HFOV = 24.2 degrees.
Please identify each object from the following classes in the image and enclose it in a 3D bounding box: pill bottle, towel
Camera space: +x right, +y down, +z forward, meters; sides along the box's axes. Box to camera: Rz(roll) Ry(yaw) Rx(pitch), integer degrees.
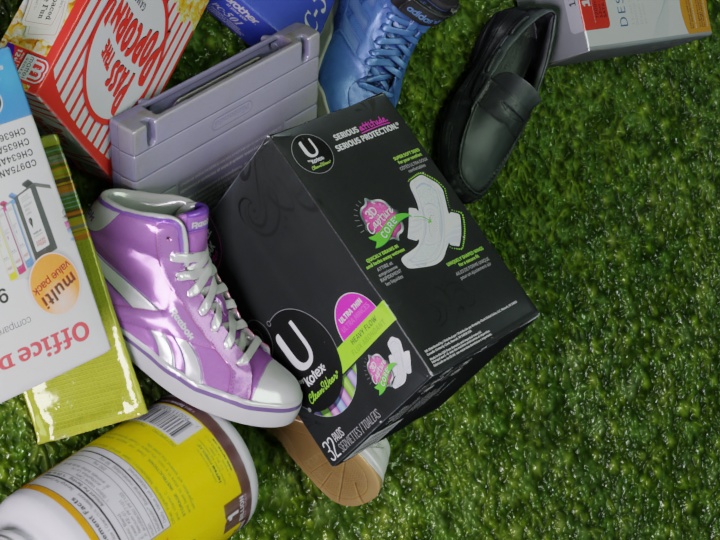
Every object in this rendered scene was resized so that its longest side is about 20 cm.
[{"bbox_3d":[-0.169,0.173,1.127,0.199,0.109,0.110,-32,105,-40],"label":"pill bottle"},{"bbox_3d":[-0.213,0.013,1.133,0.018,0.085,0.202,-43,116,-74],"label":"towel"}]

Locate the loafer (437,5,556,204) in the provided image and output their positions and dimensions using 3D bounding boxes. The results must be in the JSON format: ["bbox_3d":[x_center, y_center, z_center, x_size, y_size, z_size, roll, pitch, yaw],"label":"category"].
[{"bbox_3d":[0.122,-0.151,1.471,0.068,0.070,0.202,38,60,-31],"label":"loafer"}]

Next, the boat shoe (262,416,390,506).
[{"bbox_3d":[-0.048,0.088,1.286,0.201,0.070,0.069,54,33,-15],"label":"boat shoe"}]

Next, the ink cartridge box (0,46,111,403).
[{"bbox_3d":[-0.275,-0.012,1.035,0.147,0.144,0.202,-25,101,-42],"label":"ink cartridge box"}]

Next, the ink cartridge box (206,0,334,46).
[{"bbox_3d":[-0.051,-0.270,1.350,0.094,0.044,0.202,37,60,-30],"label":"ink cartridge box"}]

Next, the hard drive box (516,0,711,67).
[{"bbox_3d":[0.234,-0.283,1.592,0.199,0.076,0.158,-15,93,-42],"label":"hard drive box"}]

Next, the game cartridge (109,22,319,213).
[{"bbox_3d":[-0.105,-0.090,1.239,0.199,0.038,0.131,-34,144,-40],"label":"game cartridge"}]

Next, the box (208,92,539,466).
[{"bbox_3d":[-0.002,0.006,1.197,0.124,0.149,0.201,-24,75,-42],"label":"box"}]

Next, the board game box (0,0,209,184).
[{"bbox_3d":[-0.167,-0.181,1.149,0.202,0.046,0.152,-65,161,-12],"label":"board game box"}]

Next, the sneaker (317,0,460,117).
[{"bbox_3d":[0.025,-0.194,1.362,0.076,0.111,0.202,20,70,-38],"label":"sneaker"}]

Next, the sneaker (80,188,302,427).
[{"bbox_3d":[-0.110,0.020,1.149,0.199,0.115,0.073,32,22,-4],"label":"sneaker"}]
